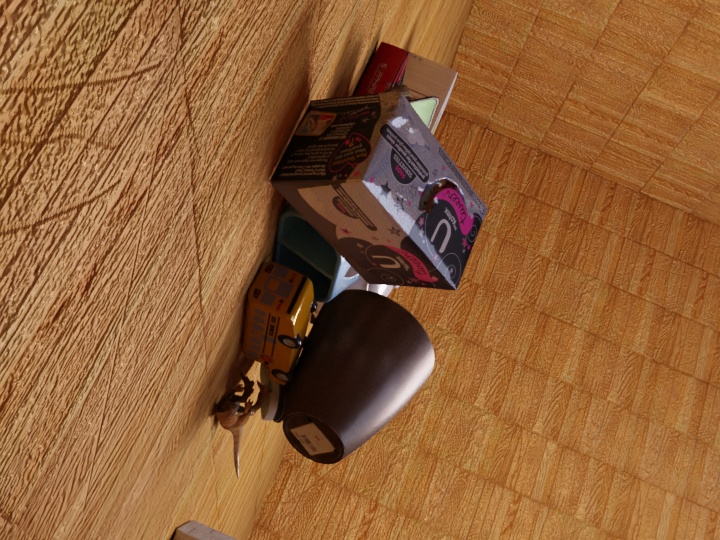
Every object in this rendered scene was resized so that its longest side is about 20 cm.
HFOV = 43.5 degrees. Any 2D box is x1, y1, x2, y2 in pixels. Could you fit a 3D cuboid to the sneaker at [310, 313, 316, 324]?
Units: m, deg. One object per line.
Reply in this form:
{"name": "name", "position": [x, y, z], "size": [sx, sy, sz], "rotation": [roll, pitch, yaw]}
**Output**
{"name": "sneaker", "position": [-0.052, 0.075, 1.840], "size": [0.200, 0.111, 0.074], "rotation": [104, 8, -71]}

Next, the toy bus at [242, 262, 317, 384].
{"name": "toy bus", "position": [-0.105, 0.073, 1.154], "size": [0.201, 0.078, 0.066], "rotation": [108, 4, -59]}

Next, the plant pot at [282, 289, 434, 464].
{"name": "plant pot", "position": [-0.020, 0.162, 1.241], "size": [0.200, 0.186, 0.188], "rotation": [-54, 169, -43]}

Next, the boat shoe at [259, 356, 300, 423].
{"name": "boat shoe", "position": [-0.114, 0.156, 1.351], "size": [0.201, 0.060, 0.076], "rotation": [-94, -155, -52]}

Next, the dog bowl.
{"name": "dog bowl", "position": [-0.054, -0.029, 1.109], "size": [0.050, 0.111, 0.200], "rotation": [-49, 169, -28]}

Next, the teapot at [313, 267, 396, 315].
{"name": "teapot", "position": [0.000, 0.000, 1.495], "size": [0.198, 0.145, 0.201], "rotation": [-51, 153, -40]}

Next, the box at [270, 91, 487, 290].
{"name": "box", "position": [0.025, -0.078, 0.960], "size": [0.200, 0.131, 0.116], "rotation": [45, 60, -42]}

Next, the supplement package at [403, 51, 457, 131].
{"name": "supplement package", "position": [0.096, -0.299, 1.745], "size": [0.114, 0.109, 0.201], "rotation": [106, 7, -64]}

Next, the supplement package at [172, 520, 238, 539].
{"name": "supplement package", "position": [-0.209, 0.503, 1.329], "size": [0.147, 0.198, 0.193], "rotation": [98, 15, -80]}

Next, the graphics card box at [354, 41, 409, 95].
{"name": "graphics card box", "position": [0.019, -0.236, 1.364], "size": [0.200, 0.050, 0.126], "rotation": [101, 13, -71]}

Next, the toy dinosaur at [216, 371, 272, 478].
{"name": "toy dinosaur", "position": [-0.174, 0.203, 1.260], "size": [0.107, 0.060, 0.201], "rotation": [-53, 161, -22]}

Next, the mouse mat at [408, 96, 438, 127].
{"name": "mouse mat", "position": [0.011, -0.151, 1.176], "size": [0.201, 0.159, 0.008], "rotation": [107, -36, -60]}

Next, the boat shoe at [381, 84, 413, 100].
{"name": "boat shoe", "position": [0.026, -0.169, 1.246], "size": [0.072, 0.068, 0.200], "rotation": [-24, 163, -31]}
